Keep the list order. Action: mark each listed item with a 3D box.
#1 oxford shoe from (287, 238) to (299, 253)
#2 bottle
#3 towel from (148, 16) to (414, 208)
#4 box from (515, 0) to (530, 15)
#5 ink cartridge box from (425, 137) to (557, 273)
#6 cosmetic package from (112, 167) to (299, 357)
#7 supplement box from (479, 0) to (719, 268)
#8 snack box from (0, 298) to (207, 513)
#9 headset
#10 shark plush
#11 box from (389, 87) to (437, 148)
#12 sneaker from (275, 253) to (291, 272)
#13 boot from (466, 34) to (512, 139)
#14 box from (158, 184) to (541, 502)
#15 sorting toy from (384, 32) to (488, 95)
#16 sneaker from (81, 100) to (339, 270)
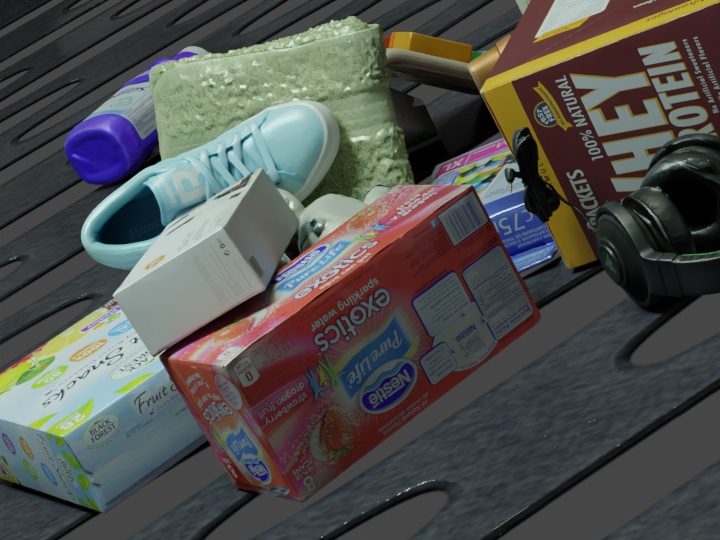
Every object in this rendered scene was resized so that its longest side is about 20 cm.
[{"bbox_3d":[-0.045,-0.037,1.867,0.071,0.074,0.200,9,-34,-43],"label":"oxford shoe"},{"bbox_3d":[-0.206,-0.156,2.458,0.084,0.065,0.200,-16,21,38],"label":"bottle"},{"bbox_3d":[-0.059,-0.094,1.810,0.200,0.148,0.036,-10,6,29],"label":"towel"},{"bbox_3d":[0.228,-0.251,1.995,0.200,0.109,0.128,-20,18,23],"label":"box"},{"bbox_3d":[0.090,-0.041,1.724,0.119,0.042,0.200,-21,20,22],"label":"ink cartridge box"},{"bbox_3d":[-0.094,-0.009,1.586,0.083,0.051,0.200,-33,8,10],"label":"cosmetic package"},{"bbox_3d":[0.209,-0.127,1.625,0.197,0.133,0.200,-20,19,23],"label":"supplement box"},{"bbox_3d":[-0.161,0.081,1.706,0.169,0.068,0.200,-35,20,-24],"label":"snack box"},{"bbox_3d":[0.178,-0.042,1.495,0.200,0.094,0.124,5,34,41],"label":"headset"},{"bbox_3d":[0.000,0.000,1.695,0.091,0.083,0.200,-5,17,-21],"label":"shark plush"},{"bbox_3d":[-0.032,-0.098,1.947,0.144,0.036,0.200,-24,-9,13],"label":"box"},{"bbox_3d":[-0.075,0.004,1.768,0.075,0.082,0.200,-33,18,-15],"label":"sneaker"},{"bbox_3d":[0.146,-0.173,1.772,0.155,0.200,0.074,-19,41,6],"label":"boot"},{"bbox_3d":[-0.004,0.041,1.526,0.200,0.103,0.095,-37,18,-23],"label":"box"},{"bbox_3d":[0.061,-0.159,1.949,0.200,0.036,0.185,5,3,-25],"label":"sorting toy"},{"bbox_3d":[-0.107,-0.054,1.760,0.200,0.074,0.082,-33,-8,15],"label":"sneaker"}]
